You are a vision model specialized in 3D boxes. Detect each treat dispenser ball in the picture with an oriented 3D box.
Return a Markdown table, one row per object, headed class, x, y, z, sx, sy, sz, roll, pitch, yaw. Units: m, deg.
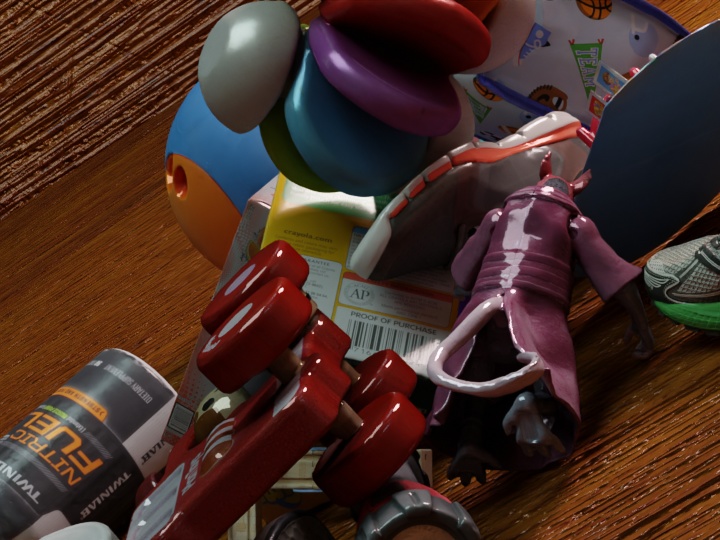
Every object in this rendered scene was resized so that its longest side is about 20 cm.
| class | x | y | z | sx | sy | sz | roll | pitch | yaw |
| --- | --- | --- | --- | --- | --- | --- | --- | --- | --- |
| treat dispenser ball | -0.058 | -0.084 | 2.047 | 0.201 | 0.201 | 0.201 | -34 | 13 | 9 |

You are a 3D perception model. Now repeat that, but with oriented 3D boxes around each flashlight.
| class | x | y | z | sx | sy | sz | roll | pitch | yaw |
| --- | --- | --- | --- | --- | --- | --- | --- | --- | --- |
| flashlight | 0.022 | 0.135 | 1.370 | 0.200 | 0.068 | 0.068 | -128 | 58 | -82 |

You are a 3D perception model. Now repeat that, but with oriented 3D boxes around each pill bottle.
| class | x | y | z | sx | sy | sz | roll | pitch | yaw |
| --- | --- | --- | --- | --- | --- | --- | --- | --- | --- |
| pill bottle | -0.217 | 0.156 | 1.821 | 0.200 | 0.106 | 0.106 | -43 | 14 | -25 |

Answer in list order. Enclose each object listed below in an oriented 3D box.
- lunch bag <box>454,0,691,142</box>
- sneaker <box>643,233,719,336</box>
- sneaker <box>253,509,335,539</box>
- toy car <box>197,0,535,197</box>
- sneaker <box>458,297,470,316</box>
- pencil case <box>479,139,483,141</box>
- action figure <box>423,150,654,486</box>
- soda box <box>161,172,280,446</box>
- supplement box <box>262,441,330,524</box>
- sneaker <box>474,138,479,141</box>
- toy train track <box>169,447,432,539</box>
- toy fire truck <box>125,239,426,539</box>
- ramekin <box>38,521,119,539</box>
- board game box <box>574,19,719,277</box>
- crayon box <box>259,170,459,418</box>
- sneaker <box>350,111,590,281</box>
| class | x | y | z | sx | sy | sz | roll | pitch | yaw |
| --- | --- | --- | --- | --- | --- | --- | --- | --- | --- |
| lunch bag | 0.147 | -0.121 | 1.699 | 0.124 | 0.200 | 0.170 | -69 | 19 | -5 |
| sneaker | 0.228 | -0.029 | 1.357 | 0.200 | 0.085 | 0.078 | -25 | 16 | 42 |
| sneaker | -0.091 | 0.211 | 1.348 | 0.146 | 0.077 | 0.202 | -26 | 17 | 28 |
| toy car | 0.015 | -0.130 | 1.507 | 0.200 | 0.175 | 0.150 | -63 | 25 | 11 |
| sneaker | 0.096 | -0.006 | 1.661 | 0.099 | 0.070 | 0.200 | -26 | 16 | 28 |
| pencil case | 0.043 | -0.030 | 1.850 | 0.200 | 0.085 | 0.093 | -29 | 43 | 26 |
| action figure | 0.082 | 0.014 | 1.417 | 0.134 | 0.149 | 0.200 | 0 | 61 | 27 |
| soda box | -0.067 | 0.038 | 1.712 | 0.068 | 0.064 | 0.200 | -46 | -20 | -61 |
| supplement box | -0.016 | 0.079 | 1.657 | 0.069 | 0.067 | 0.200 | -27 | 15 | 36 |
| sneaker | 0.099 | -0.100 | 1.958 | 0.074 | 0.087 | 0.200 | -41 | 13 | -17 |
| toy train track | -0.045 | 0.120 | 1.529 | 0.200 | 0.115 | 0.033 | -4 | -5 | 38 |
| toy fire truck | -0.063 | 0.087 | 1.364 | 0.168 | 0.112 | 0.200 | -43 | 11 | 8 |
| ramekin | -0.198 | 0.244 | 1.474 | 0.202 | 0.094 | 0.202 | -34 | 13 | 9 |
| board game box | 0.176 | -0.086 | 1.532 | 0.158 | 0.039 | 0.200 | -24 | -33 | -32 |
| crayon box | 0.000 | 0.000 | 1.567 | 0.052 | 0.126 | 0.200 | 104 | 178 | -45 |
| sneaker | 0.083 | -0.031 | 1.535 | 0.200 | 0.082 | 0.077 | -28 | -17 | -35 |
